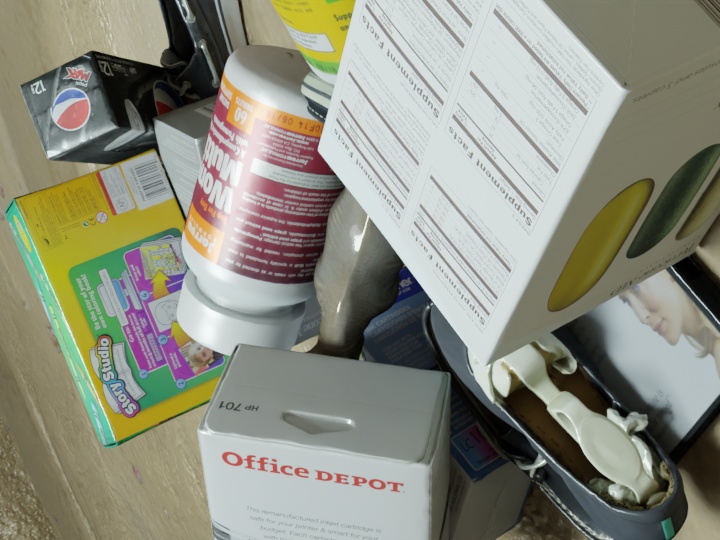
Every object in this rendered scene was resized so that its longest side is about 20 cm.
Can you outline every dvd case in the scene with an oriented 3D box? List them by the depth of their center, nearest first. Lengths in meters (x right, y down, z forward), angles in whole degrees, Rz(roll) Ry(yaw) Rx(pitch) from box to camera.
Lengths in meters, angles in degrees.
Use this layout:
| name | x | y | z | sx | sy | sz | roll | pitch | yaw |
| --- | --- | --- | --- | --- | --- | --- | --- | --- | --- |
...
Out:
| name | x | y | z | sx | sy | sz | roll | pitch | yaw |
| --- | --- | --- | --- | --- | --- | --- | --- | --- | --- |
| dvd case | 0.138 | 0.009 | 0.759 | 0.200 | 0.017 | 0.143 | 54 | 152 | 23 |

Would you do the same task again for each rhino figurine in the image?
| name | x | y | z | sx | sy | sz | roll | pitch | yaw |
| --- | --- | --- | --- | --- | --- | --- | --- | --- | --- |
| rhino figurine | 0.000 | 0.000 | 0.856 | 0.087 | 0.059 | 0.201 | -54 | -19 | -77 |

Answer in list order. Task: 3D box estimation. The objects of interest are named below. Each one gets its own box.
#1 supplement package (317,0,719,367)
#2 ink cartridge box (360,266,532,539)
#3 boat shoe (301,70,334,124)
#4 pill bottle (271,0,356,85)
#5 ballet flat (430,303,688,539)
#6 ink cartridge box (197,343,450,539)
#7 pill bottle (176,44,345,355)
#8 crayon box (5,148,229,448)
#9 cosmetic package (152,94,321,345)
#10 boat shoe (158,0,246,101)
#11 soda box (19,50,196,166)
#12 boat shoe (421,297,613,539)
| name | x | y | z | sx | sy | sz | roll | pitch | yaw |
| --- | --- | --- | --- | --- | --- | --- | --- | --- | --- |
| supplement package | 0.095 | -0.091 | 0.602 | 0.151 | 0.151 | 0.201 | 53 | 151 | 22 |
| ink cartridge box | 0.038 | 0.096 | 0.953 | 0.200 | 0.076 | 0.137 | 48 | 150 | 28 |
| boat shoe | 0.040 | -0.040 | 0.736 | 0.200 | 0.075 | 0.062 | 39 | 108 | 5 |
| pill bottle | -0.019 | -0.201 | 0.664 | 0.111 | 0.111 | 0.200 | 33 | 161 | 48 |
| ballet flat | 0.113 | 0.073 | 0.754 | 0.200 | 0.073 | 0.073 | 49 | 150 | 19 |
| ink cartridge box | -0.017 | 0.155 | 0.851 | 0.145 | 0.086 | 0.201 | 8 | 129 | 11 |
| pill bottle | -0.064 | -0.046 | 0.918 | 0.109 | 0.109 | 0.201 | 40 | 122 | 41 |
| crayon box | -0.179 | 0.021 | 1.014 | 0.201 | 0.118 | 0.058 | 67 | 156 | 0 |
| cosmetic package | -0.084 | -0.038 | 1.037 | 0.090 | 0.106 | 0.201 | 27 | 136 | 53 |
| boat shoe | -0.127 | -0.167 | 1.049 | 0.072 | 0.067 | 0.201 | 31 | 138 | 49 |
| soda box | -0.184 | -0.126 | 1.058 | 0.064 | 0.070 | 0.200 | 70 | -162 | 3 |
| boat shoe | 0.108 | 0.092 | 0.820 | 0.074 | 0.060 | 0.201 | -42 | 71 | 37 |
